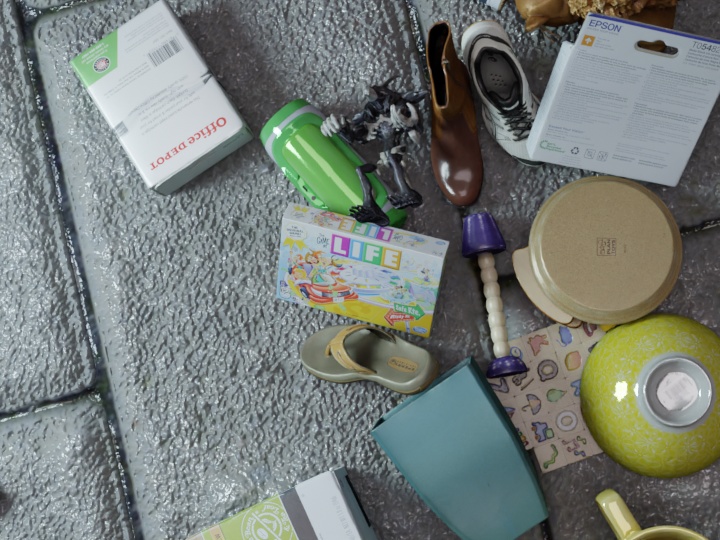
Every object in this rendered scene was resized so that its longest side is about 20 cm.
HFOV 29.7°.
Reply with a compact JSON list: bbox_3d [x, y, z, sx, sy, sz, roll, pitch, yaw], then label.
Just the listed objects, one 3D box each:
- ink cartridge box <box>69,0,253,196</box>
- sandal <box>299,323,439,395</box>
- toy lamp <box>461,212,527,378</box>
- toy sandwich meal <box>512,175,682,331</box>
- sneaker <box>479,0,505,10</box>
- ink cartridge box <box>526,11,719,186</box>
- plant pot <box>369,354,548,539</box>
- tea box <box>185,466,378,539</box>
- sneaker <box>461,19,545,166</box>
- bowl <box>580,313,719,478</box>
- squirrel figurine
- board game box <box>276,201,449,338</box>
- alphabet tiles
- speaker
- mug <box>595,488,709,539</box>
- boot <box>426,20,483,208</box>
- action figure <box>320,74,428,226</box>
[{"bbox_3d":[-0.248,-0.215,1.719,0.146,0.084,0.200,-33,82,2],"label":"ink cartridge box"},{"bbox_3d":[0.005,0.099,1.639,0.200,0.054,0.080,11,63,40],"label":"sandal"},{"bbox_3d":[0.161,0.029,1.663,0.058,0.058,0.201,-11,79,4],"label":"toy lamp"},{"bbox_3d":[0.291,-0.016,1.656,0.204,0.070,0.206,-1,77,3],"label":"toy sandwich meal"},{"bbox_3d":[0.167,-0.439,1.708,0.108,0.070,0.201,22,90,6],"label":"sneaker"},{"bbox_3d":[0.317,-0.205,1.599,0.199,0.041,0.200,10,125,-14],"label":"ink cartridge box"},{"bbox_3d":[0.129,0.226,1.609,0.141,0.141,0.200,-35,88,5],"label":"plant pot"},{"bbox_3d":[-0.071,0.364,1.615,0.196,0.134,0.201,-27,82,3],"label":"tea box"},{"bbox_3d":[0.176,-0.200,1.639,0.075,0.088,0.200,-26,115,13],"label":"sneaker"},{"bbox_3d":[0.365,0.145,1.602,0.199,0.108,0.201,0,83,2],"label":"bowl"},{"bbox_3d":[0.283,-0.336,1.620,0.186,0.200,0.142,2,89,-3],"label":"squirrel figurine"},{"bbox_3d":[0.000,0.000,1.653,0.199,0.135,0.034,14,43,8],"label":"board game box"},{"bbox_3d":[0.257,0.148,1.669,0.199,0.006,0.167,-20,82,3],"label":"alphabet tiles"},{"bbox_3d":[-0.034,-0.116,1.687,0.088,0.088,0.200,-42,82,0],"label":"speaker"},{"bbox_3d":[0.347,0.347,1.565,0.149,0.153,0.187,0,83,6],"label":"mug"},{"bbox_3d":[0.113,-0.179,1.620,0.068,0.200,0.189,2,84,6],"label":"boot"},{"bbox_3d":[0.024,-0.160,1.617,0.118,0.102,0.201,-17,61,21],"label":"action figure"}]
